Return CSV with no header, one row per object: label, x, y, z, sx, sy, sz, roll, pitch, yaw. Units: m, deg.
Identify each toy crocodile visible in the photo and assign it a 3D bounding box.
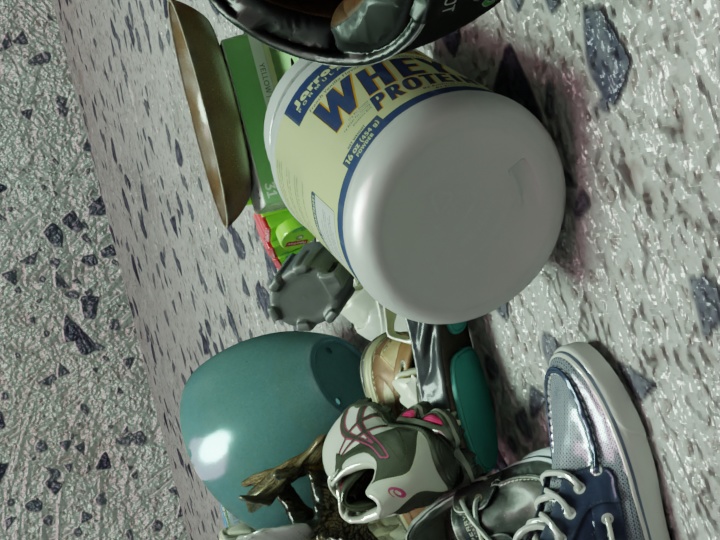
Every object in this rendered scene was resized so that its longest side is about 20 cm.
toy crocodile,-0.076,-0.036,1.197,0.200,0.061,0.068,72,173,-64

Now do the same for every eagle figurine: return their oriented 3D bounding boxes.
eagle figurine,-0.005,0.241,1.028,0.201,0.151,0.152,55,174,0

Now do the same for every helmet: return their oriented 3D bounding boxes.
helmet,0.010,-0.220,0.636,0.199,0.191,0.201,22,141,18

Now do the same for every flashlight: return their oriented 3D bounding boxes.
flashlight,-0.019,-0.018,0.909,0.200,0.068,0.068,-57,-21,-60

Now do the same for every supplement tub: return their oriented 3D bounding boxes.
supplement tub,0.026,-0.067,0.779,0.200,0.144,0.146,-136,35,-57

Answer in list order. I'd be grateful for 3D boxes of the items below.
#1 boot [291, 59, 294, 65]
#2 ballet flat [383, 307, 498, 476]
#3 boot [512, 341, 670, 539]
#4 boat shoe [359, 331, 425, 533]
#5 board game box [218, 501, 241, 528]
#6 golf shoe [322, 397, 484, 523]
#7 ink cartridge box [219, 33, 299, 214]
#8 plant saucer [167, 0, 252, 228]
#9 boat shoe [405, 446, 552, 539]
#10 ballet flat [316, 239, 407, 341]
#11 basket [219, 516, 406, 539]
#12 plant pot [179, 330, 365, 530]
boot,-0.047,-0.153,1.061,0.187,0.064,0.201,-123,25,-62
ballet flat,0.055,0.058,0.906,0.073,0.073,0.201,174,84,-72
boot,0.130,0.149,0.724,0.073,0.090,0.201,142,112,-71
boat shoe,0.059,0.144,0.961,0.074,0.075,0.201,-19,92,61
board game box,-0.090,0.297,1.318,0.062,0.199,0.201,159,96,-72
golf shoe,0.004,0.144,0.892,0.078,0.088,0.200,61,154,-2
ink cartridge box,-0.078,-0.128,0.999,0.200,0.048,0.147,172,83,-81
plant saucer,-0.128,-0.138,1.037,0.200,0.032,0.202,164,90,-81
boat shoe,0.097,0.180,0.845,0.200,0.071,0.072,-47,60,55
ballet flat,0.000,0.000,1.036,0.069,0.069,0.201,142,111,-70
basket,-0.040,0.320,1.201,0.136,0.199,0.124,-130,35,-52
plant pot,-0.055,0.137,1.160,0.135,0.199,0.201,-40,61,33
